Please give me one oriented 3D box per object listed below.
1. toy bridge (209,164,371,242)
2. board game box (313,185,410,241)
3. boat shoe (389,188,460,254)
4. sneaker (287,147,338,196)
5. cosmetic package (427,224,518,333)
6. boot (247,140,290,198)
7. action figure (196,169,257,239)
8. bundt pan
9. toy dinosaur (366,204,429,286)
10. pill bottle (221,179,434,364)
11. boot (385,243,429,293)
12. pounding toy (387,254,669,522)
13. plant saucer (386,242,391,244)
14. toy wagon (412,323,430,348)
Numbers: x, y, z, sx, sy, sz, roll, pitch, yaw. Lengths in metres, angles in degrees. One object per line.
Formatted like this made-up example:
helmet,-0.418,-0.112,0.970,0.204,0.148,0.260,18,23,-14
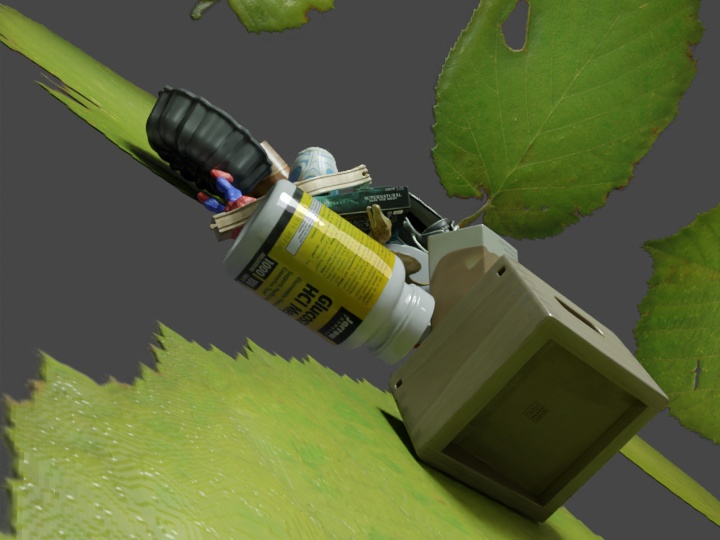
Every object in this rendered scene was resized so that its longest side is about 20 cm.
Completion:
toy bridge,-0.079,-0.081,0.970,0.027,0.199,0.067,68,-17,6
board game box,-0.017,-0.057,0.988,0.135,0.028,0.200,-7,-8,-3
boat shoe,0.099,-0.032,1.076,0.071,0.064,0.200,-26,54,-36
sneaker,-0.067,-0.083,1.109,0.072,0.073,0.200,12,-26,2
cosmetic package,0.129,0.062,0.921,0.071,0.201,0.105,-12,-21,30
boot,-0.157,-0.120,1.395,0.200,0.077,0.155,-22,-73,52
action figure,-0.145,-0.072,1.095,0.099,0.065,0.200,26,8,-26
bundt pan,-0.231,-0.175,1.234,0.202,0.076,0.202,30,-14,8
toy dinosaur,0.024,-0.005,0.944,0.101,0.058,0.200,1,-23,23
pill bottle,-0.029,0.008,0.846,0.200,0.113,0.112,34,5,-11
boot,0.000,0.000,1.043,0.199,0.074,0.096,12,-6,-15
pounding toy,0.142,0.113,0.745,0.200,0.184,0.142,33,17,-28
plant saucer,0.071,0.001,1.096,0.199,0.019,0.070,18,38,11
toy wagon,0.050,0.062,1.021,0.155,0.040,0.200,11,12,41
